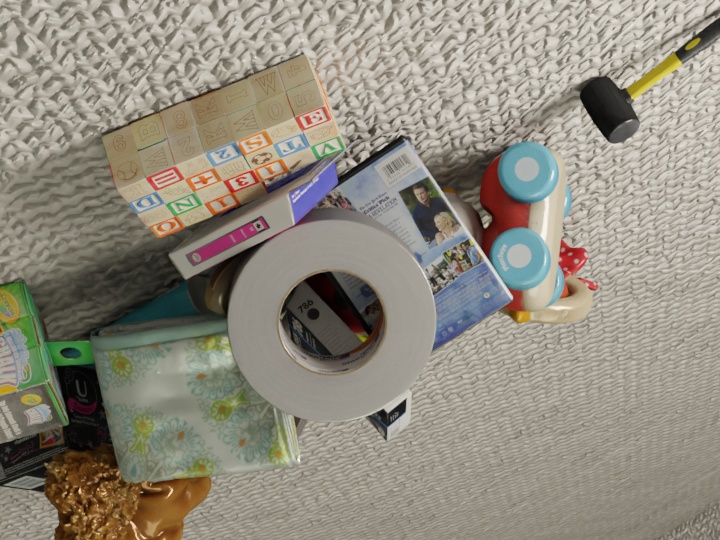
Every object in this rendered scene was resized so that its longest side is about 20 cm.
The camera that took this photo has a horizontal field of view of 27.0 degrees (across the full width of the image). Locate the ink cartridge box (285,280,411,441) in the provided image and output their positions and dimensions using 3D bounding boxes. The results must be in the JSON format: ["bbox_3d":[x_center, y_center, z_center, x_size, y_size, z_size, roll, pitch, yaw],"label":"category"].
[{"bbox_3d":[-0.025,0.085,1.575,0.039,0.200,0.099,-38,160,-14],"label":"ink cartridge box"}]

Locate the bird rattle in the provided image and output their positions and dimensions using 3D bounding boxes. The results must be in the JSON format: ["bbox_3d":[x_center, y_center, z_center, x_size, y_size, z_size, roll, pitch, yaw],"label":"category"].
[{"bbox_3d":[0.202,0.026,1.757,0.200,0.163,0.113,7,111,-28],"label":"bird rattle"}]

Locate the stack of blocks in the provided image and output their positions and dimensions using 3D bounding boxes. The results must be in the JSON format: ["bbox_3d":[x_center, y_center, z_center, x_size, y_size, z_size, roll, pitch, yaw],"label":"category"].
[{"bbox_3d":[-0.119,-0.111,1.364,0.200,0.059,0.115,-22,156,4],"label":"stack of blocks"}]

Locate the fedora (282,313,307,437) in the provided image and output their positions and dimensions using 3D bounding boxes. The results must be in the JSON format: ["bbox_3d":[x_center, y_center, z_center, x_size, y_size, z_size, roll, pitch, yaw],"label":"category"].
[{"bbox_3d":[-0.107,0.112,1.745,0.090,0.200,0.177,8,140,15],"label":"fedora"}]

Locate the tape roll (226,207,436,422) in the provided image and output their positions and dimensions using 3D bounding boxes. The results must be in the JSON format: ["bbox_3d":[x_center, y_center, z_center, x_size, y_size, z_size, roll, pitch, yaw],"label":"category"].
[{"bbox_3d":[-0.029,0.043,1.451,0.200,0.201,0.066,-20,-166,0],"label":"tape roll"}]

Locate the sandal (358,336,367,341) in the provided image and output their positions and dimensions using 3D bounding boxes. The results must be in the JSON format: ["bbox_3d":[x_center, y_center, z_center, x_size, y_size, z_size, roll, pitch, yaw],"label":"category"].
[{"bbox_3d":[0.020,0.056,1.747,0.200,0.079,0.087,-55,159,14],"label":"sandal"}]

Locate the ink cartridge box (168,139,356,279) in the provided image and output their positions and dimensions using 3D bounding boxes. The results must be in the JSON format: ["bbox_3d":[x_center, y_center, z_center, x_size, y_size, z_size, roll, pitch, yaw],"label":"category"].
[{"bbox_3d":[-0.089,-0.058,1.437,0.200,0.037,0.095,-27,-168,37],"label":"ink cartridge box"}]

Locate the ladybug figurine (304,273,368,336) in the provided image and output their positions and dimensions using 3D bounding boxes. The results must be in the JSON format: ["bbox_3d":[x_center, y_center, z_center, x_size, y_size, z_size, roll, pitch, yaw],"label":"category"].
[{"bbox_3d":[0.000,0.000,1.584,0.072,0.136,0.200,7,169,-29],"label":"ladybug figurine"}]

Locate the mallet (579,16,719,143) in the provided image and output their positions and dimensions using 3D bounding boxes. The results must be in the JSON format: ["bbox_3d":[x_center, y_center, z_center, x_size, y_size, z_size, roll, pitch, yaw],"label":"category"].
[{"bbox_3d":[0.315,-0.199,1.493,0.200,0.066,0.041,-30,155,22],"label":"mallet"}]

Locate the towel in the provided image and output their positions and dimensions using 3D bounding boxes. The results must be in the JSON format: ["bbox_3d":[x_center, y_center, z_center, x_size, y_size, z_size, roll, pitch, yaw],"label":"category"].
[{"bbox_3d":[-0.167,0.130,1.534,0.200,0.172,0.048,-6,-164,9],"label":"towel"}]

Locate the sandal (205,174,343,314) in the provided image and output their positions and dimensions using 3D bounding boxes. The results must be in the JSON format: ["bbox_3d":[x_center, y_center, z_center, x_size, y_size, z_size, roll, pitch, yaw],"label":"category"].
[{"bbox_3d":[-0.071,-0.017,1.519,0.200,0.054,0.080,-41,149,-22],"label":"sandal"}]

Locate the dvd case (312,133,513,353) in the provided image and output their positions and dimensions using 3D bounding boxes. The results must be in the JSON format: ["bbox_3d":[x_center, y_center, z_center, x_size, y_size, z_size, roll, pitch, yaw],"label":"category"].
[{"bbox_3d":[0.039,-0.014,1.488,0.143,0.200,0.018,-33,-170,10],"label":"dvd case"}]

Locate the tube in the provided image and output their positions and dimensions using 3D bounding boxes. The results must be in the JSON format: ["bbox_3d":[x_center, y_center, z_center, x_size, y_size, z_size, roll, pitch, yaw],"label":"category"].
[{"bbox_3d":[-0.246,0.067,1.670,0.200,0.050,0.077,-27,149,30],"label":"tube"}]

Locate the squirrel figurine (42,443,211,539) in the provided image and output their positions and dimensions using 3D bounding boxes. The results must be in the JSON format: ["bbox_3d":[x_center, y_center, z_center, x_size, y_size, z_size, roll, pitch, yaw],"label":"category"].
[{"bbox_3d":[-0.247,0.237,1.644,0.200,0.141,0.187,-6,124,-48],"label":"squirrel figurine"}]

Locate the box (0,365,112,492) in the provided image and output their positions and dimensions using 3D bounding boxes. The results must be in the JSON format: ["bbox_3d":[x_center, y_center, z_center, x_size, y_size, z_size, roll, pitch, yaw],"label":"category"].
[{"bbox_3d":[-0.332,0.193,1.772,0.132,0.115,0.200,-23,156,26],"label":"box"}]

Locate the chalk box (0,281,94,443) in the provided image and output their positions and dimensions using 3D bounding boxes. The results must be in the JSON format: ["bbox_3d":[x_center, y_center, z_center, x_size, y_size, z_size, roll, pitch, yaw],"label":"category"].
[{"bbox_3d":[-0.375,0.099,1.542,0.200,0.124,0.124,-16,155,-10],"label":"chalk box"}]

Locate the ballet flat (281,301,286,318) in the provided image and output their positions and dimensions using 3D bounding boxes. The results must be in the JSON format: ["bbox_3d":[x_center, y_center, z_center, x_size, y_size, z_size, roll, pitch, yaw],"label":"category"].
[{"bbox_3d":[-0.109,0.028,1.617,0.068,0.068,0.200,-28,146,-34],"label":"ballet flat"}]

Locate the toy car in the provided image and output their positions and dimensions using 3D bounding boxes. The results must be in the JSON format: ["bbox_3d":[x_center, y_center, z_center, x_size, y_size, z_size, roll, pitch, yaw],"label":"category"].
[{"bbox_3d":[0.115,-0.050,1.603,0.200,0.177,0.184,5,173,13],"label":"toy car"}]
